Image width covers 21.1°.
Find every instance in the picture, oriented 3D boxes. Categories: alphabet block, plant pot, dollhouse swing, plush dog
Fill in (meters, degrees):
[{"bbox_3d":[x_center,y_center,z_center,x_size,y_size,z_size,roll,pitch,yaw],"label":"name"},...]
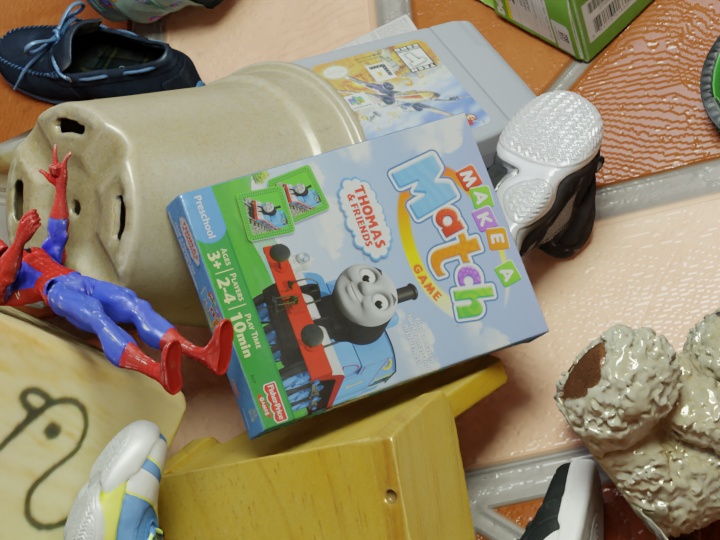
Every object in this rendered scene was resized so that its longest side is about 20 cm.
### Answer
[{"bbox_3d":[-0.267,0.109,1.220,0.196,0.200,0.196,23,88,44],"label":"alphabet block"},{"bbox_3d":[-0.123,-0.041,1.270,0.200,0.183,0.201,3,94,44],"label":"plant pot"},{"bbox_3d":[0.000,0.156,1.209,0.200,0.176,0.182,-15,83,36],"label":"dollhouse swing"},{"bbox_3d":[0.223,0.079,1.157,0.172,0.200,0.161,-37,83,3],"label":"plush dog"}]

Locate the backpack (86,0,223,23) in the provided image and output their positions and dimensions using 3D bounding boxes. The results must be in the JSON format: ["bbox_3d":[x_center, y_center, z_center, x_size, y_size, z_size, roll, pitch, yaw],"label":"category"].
[{"bbox_3d":[-0.159,-0.296,1.591,0.126,0.167,0.200,-13,51,36],"label":"backpack"}]

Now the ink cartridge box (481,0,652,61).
[{"bbox_3d":[0.144,-0.268,1.493,0.148,0.076,0.200,-44,53,-15],"label":"ink cartridge box"}]

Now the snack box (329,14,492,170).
[{"bbox_3d":[0.043,-0.112,1.443,0.072,0.024,0.200,-26,49,-3],"label":"snack box"}]

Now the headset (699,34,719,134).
[{"bbox_3d":[0.338,-0.148,1.349,0.200,0.094,0.124,-31,52,15],"label":"headset"}]

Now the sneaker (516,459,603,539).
[{"bbox_3d":[0.079,0.199,1.157,0.112,0.073,0.200,1,56,19],"label":"sneaker"}]

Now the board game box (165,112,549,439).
[{"bbox_3d":[0.000,0.000,1.187,0.200,0.037,0.152,-18,82,-24],"label":"board game box"}]

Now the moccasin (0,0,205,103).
[{"bbox_3d":[-0.215,-0.179,1.560,0.200,0.068,0.081,8,59,26],"label":"moccasin"}]

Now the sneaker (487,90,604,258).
[{"bbox_3d":[0.096,-0.023,1.303,0.200,0.114,0.075,-46,63,-3],"label":"sneaker"}]

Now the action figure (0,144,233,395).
[{"bbox_3d":[-0.163,-0.007,1.140,0.200,0.099,0.065,19,25,37],"label":"action figure"}]

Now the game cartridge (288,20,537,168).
[{"bbox_3d":[0.028,-0.113,1.385,0.200,0.042,0.133,-17,44,-24],"label":"game cartridge"}]

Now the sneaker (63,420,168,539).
[{"bbox_3d":[-0.135,0.192,1.164,0.076,0.105,0.200,-110,44,-75],"label":"sneaker"}]

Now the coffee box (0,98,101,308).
[{"bbox_3d":[-0.209,-0.053,1.392,0.114,0.080,0.200,10,27,31],"label":"coffee box"}]
